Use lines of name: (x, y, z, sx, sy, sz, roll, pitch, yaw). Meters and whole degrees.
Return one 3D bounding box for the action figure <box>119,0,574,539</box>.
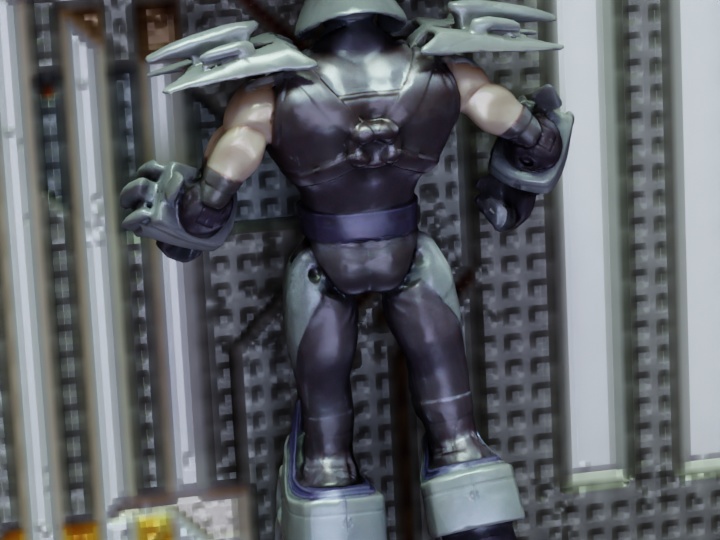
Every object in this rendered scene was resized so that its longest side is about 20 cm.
action figure: (0.000, 0.000, 0.830, 0.129, 0.069, 0.201, -6, 100, -3)
